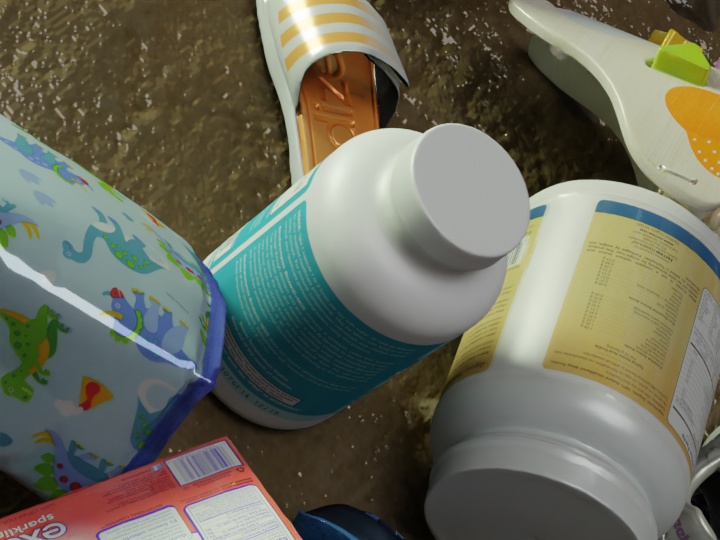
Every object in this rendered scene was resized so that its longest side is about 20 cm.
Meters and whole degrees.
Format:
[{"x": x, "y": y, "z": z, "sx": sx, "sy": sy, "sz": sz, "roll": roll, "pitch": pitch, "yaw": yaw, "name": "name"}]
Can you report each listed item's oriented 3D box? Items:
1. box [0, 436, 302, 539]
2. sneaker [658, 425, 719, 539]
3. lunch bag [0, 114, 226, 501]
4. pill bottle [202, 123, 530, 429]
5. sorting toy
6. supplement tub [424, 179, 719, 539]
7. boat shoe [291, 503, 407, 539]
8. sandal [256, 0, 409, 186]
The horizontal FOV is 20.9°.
[{"x": -0.121, "y": 0.164, "z": 0.826, "sx": 0.199, "sy": 0.103, "sz": 0.095, "roll": -20, "pitch": 122, "yaw": -18, "name": "box"}, {"x": 0.230, "y": 0.131, "z": 1.154, "sx": 0.200, "sy": 0.100, "sz": 0.075, "roll": -30, "pitch": 84, "yaw": -42, "name": "sneaker"}, {"x": -0.159, "y": 0.001, "z": 0.931, "sx": 0.170, "sy": 0.128, "sz": 0.200, "roll": 35, "pitch": 23, "yaw": -17, "name": "lunch bag"}, {"x": 0.000, "y": 0.000, "z": 0.990, "sx": 0.110, "sy": 0.200, "sz": 0.111, "roll": 15, "pitch": 60, "yaw": -28, "name": "pill bottle"}, {"x": 0.170, "y": -0.106, "z": 1.191, "sx": 0.180, "sy": 0.200, "sz": 0.107, "roll": 33, "pitch": 90, "yaw": 14, "name": "sorting toy"}, {"x": 0.121, "y": 0.066, "z": 1.079, "sx": 0.144, "sy": 0.145, "sz": 0.201, "roll": 35, "pitch": 52, "yaw": -16, "name": "supplement tub"}, {"x": 0.050, "y": 0.181, "z": 0.982, "sx": 0.200, "sy": 0.084, "sz": 0.069, "roll": 46, "pitch": 29, "yaw": 22, "name": "boat shoe"}, {"x": -0.005, "y": -0.102, "z": 1.130, "sx": 0.079, "sy": 0.059, "sz": 0.208, "roll": 4, "pitch": 66, "yaw": -34, "name": "sandal"}]
